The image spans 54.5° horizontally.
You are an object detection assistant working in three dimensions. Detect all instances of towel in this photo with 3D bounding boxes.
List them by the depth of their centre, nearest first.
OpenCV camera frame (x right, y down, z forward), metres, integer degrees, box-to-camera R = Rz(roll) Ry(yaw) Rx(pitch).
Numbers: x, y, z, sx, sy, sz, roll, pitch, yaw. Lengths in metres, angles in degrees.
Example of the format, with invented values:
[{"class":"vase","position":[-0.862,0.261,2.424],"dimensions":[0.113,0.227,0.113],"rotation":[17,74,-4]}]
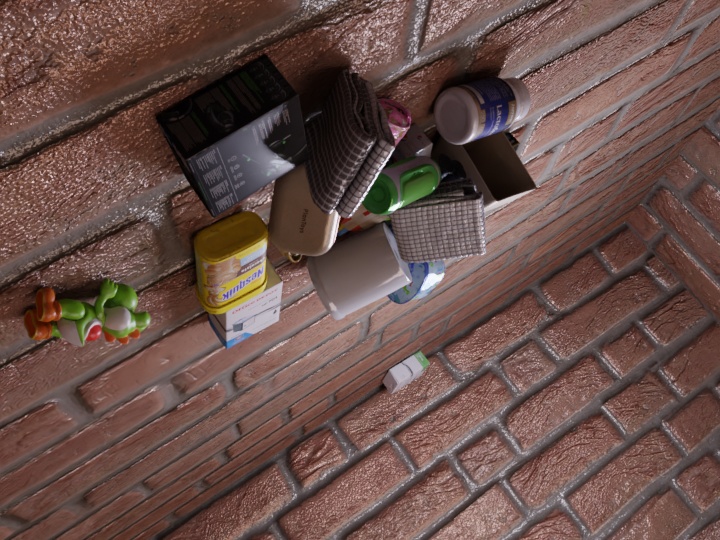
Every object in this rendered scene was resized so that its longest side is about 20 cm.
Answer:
[{"class":"towel","position":[-0.028,-0.210,1.139],"dimensions":[0.085,0.201,0.166],"rotation":[11,132,-25]},{"class":"towel","position":[0.168,-0.109,1.505],"dimensions":[0.199,0.086,0.166],"rotation":[-8,131,9]}]

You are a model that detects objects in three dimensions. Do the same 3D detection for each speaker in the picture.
[{"class":"speaker","position":[0.081,-0.168,1.362],"dimensions":[0.200,0.088,0.089],"rotation":[-30,163,-52]}]

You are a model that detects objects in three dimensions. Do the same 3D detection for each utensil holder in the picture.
[{"class":"utensil holder","position":[0.000,0.000,1.644],"dimensions":[0.199,0.171,0.170],"rotation":[-25,163,10]}]

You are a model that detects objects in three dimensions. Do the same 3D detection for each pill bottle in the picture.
[{"class":"pill bottle","position":[0.258,-0.340,1.462],"dimensions":[0.199,0.116,0.116],"rotation":[-24,157,-35]}]

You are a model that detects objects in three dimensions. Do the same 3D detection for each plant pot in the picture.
[{"class":"plant pot","position":[0.253,-0.217,1.637],"dimensions":[0.199,0.201,0.177],"rotation":[-21,168,-47]}]

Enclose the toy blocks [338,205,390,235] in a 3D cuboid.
[{"class":"toy blocks","position":[-0.014,-0.131,1.527],"dimensions":[0.136,0.100,0.200],"rotation":[-28,162,9]}]

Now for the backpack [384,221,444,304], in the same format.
[{"class":"backpack","position":[0.100,-0.019,1.794],"dimensions":[0.147,0.200,0.183],"rotation":[-14,152,-48]}]

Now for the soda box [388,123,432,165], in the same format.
[{"class":"soda box","position":[0.106,-0.229,1.529],"dimensions":[0.068,0.064,0.200],"rotation":[-32,161,-12]}]

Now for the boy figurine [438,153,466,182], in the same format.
[{"class":"boy figurine","position":[0.154,-0.160,1.554],"dimensions":[0.124,0.065,0.200],"rotation":[17,134,-25]}]

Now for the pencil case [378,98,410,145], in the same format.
[{"class":"pencil case","position":[0.021,-0.234,1.340],"dimensions":[0.086,0.083,0.200],"rotation":[-30,161,-46]}]

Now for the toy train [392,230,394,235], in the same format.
[{"class":"toy train","position":[0.150,-0.114,1.704],"dimensions":[0.087,0.114,0.200],"rotation":[-53,-170,32]}]

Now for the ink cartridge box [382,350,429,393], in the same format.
[{"class":"ink cartridge box","position":[0.216,0.490,3.349],"dimensions":[0.199,0.084,0.146],"rotation":[-26,158,-28]}]

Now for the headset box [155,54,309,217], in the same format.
[{"class":"headset box","position":[-0.177,-0.201,1.050],"dimensions":[0.200,0.093,0.174],"rotation":[-34,160,-11]}]

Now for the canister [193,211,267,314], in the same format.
[{"class":"canister","position":[-0.252,-0.014,1.365],"dimensions":[0.148,0.087,0.200],"rotation":[-29,158,-24]}]

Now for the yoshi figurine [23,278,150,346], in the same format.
[{"class":"yoshi figurine","position":[-0.464,0.065,1.205],"dimensions":[0.199,0.112,0.113],"rotation":[7,94,-45]}]

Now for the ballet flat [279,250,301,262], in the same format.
[{"class":"ballet flat","position":[-0.119,-0.090,1.454],"dimensions":[0.068,0.063,0.200],"rotation":[-24,157,-33]}]

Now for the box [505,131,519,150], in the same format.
[{"class":"box","position":[0.313,-0.262,1.842],"dimensions":[0.199,0.049,0.160],"rotation":[-30,158,-19]}]

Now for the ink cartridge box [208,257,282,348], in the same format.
[{"class":"ink cartridge box","position":[-0.258,0.072,1.554],"dimensions":[0.146,0.086,0.200],"rotation":[-29,161,-23]}]

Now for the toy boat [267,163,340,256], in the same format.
[{"class":"toy boat","position":[-0.100,-0.135,1.319],"dimensions":[0.130,0.131,0.201],"rotation":[9,124,-7]}]
